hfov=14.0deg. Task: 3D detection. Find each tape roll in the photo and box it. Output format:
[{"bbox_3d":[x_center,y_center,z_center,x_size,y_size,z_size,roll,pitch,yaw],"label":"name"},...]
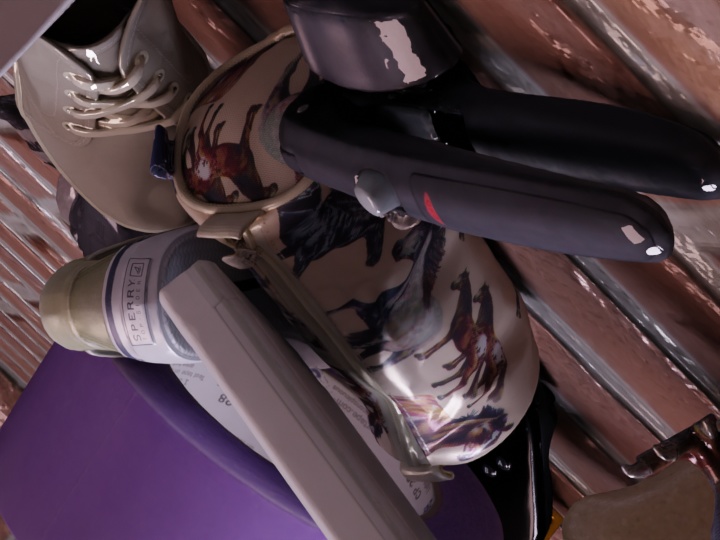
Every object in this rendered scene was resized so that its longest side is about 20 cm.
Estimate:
[{"bbox_3d":[-0.046,0.091,1.194,0.199,0.085,0.200,31,-163,-11],"label":"tape roll"}]

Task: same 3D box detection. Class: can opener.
[{"bbox_3d":[0.035,-0.036,0.898,0.200,0.063,0.079,28,163,53],"label":"can opener"}]

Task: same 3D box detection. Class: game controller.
[{"bbox_3d":[0.010,0.054,1.308,0.200,0.042,0.105,27,125,40],"label":"game controller"}]

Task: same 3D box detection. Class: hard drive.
[{"bbox_3d":[0.009,0.095,1.032,0.200,0.026,0.132,52,180,23],"label":"hard drive"}]

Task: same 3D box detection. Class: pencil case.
[{"bbox_3d":[0.000,0.000,1.096,0.078,0.090,0.200,16,156,37],"label":"pencil case"}]

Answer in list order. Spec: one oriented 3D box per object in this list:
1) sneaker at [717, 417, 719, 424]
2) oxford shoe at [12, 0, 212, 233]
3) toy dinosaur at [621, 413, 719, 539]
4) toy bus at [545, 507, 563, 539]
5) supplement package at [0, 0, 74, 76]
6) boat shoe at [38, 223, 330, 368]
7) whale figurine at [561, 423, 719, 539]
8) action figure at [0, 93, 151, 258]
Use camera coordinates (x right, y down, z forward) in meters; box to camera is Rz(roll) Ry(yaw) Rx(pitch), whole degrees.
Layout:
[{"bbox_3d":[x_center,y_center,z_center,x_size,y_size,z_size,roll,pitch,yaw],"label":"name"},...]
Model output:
[{"bbox_3d":[0.135,0.158,1.060,0.071,0.099,0.201,-172,64,-79],"label":"sneaker"},{"bbox_3d":[-0.093,-0.077,1.077,0.200,0.075,0.058,77,176,-49],"label":"oxford shoe"},{"bbox_3d":[0.167,0.108,0.880,0.182,0.105,0.200,57,-155,8],"label":"toy dinosaur"},{"bbox_3d":[0.002,0.104,1.467,0.200,0.136,0.192,39,-175,25],"label":"toy bus"},{"bbox_3d":[-0.114,-0.140,0.767,0.151,0.152,0.200,42,169,-8],"label":"supplement package"},{"bbox_3d":[-0.048,0.003,1.152,0.062,0.072,0.200,2,-179,30],"label":"boat shoe"},{"bbox_3d":[0.146,0.155,0.995,0.200,0.159,0.104,59,176,20],"label":"whale figurine"},{"bbox_3d":[-0.115,-0.057,1.256,0.200,0.105,0.194,33,157,25],"label":"action figure"}]
